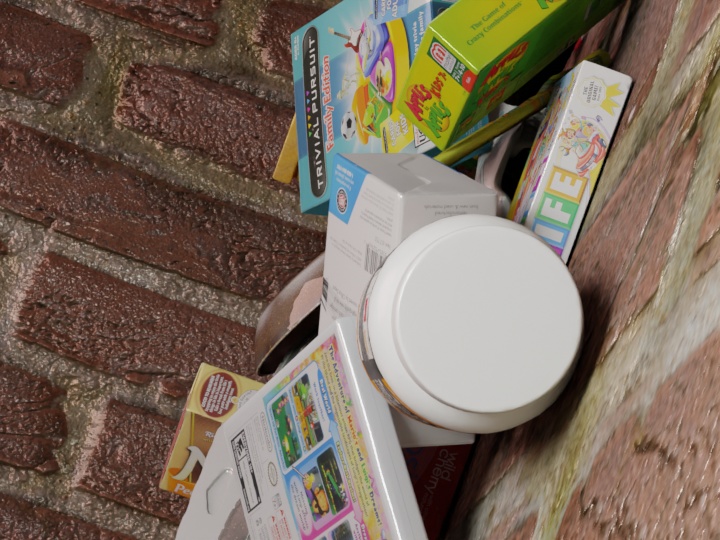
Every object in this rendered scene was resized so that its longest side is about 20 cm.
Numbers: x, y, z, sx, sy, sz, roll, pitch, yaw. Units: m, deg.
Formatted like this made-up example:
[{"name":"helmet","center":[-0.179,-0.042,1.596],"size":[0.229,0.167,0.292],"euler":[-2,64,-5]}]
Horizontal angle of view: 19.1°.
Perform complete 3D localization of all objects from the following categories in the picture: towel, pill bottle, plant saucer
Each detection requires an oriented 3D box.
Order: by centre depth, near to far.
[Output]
[{"name":"pill bottle","center":[0.058,0.030,1.155],"size":[0.200,0.116,0.116],"euler":[130,160,-86]},{"name":"towel","center":[0.081,-0.094,1.475],"size":[0.200,0.018,0.086],"euler":[-32,-1,-23]},{"name":"plant saucer","center":[0.000,0.000,1.477],"size":[0.200,0.032,0.200],"euler":[-37,-7,-6]}]

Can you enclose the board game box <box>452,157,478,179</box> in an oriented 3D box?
[{"name":"board game box","center":[0.064,-0.005,1.682],"size":[0.030,0.096,0.200],"euler":[-35,-29,-51]}]

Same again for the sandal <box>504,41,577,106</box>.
[{"name":"sandal","center":[0.142,-0.200,1.573],"size":[0.200,0.045,0.075],"euler":[-57,-26,-24]}]

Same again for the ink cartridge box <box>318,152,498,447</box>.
[{"name":"ink cartridge box","center":[0.025,0.036,1.331],"size":[0.116,0.068,0.200],"euler":[-143,56,-63]}]

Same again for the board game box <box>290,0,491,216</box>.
[{"name":"board game box","center":[0.018,-0.138,1.625],"size":[0.200,0.047,0.151],"euler":[-24,66,55]}]

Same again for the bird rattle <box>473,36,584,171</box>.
[{"name":"bird rattle","center":[0.095,-0.158,1.705],"size":[0.113,0.163,0.200],"euler":[174,108,-68]}]

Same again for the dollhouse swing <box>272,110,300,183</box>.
[{"name":"dollhouse swing","center":[0.060,-0.151,1.789],"size":[0.182,0.200,0.176],"euler":[-72,4,-53]}]

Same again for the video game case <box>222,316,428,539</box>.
[{"name":"video game case","center":[-0.019,0.154,1.318],"size":[0.182,0.024,0.200],"euler":[-43,57,53]}]

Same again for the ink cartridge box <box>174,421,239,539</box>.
[{"name":"ink cartridge box","center":[-0.059,0.231,1.625],"size":[0.200,0.084,0.145],"euler":[69,-151,-41]}]

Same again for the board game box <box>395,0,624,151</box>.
[{"name":"board game box","center":[0.116,-0.174,1.423],"size":[0.200,0.048,0.102],"euler":[-40,-13,-27]}]

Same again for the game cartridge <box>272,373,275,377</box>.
[{"name":"game cartridge","center":[0.019,0.052,1.603],"size":[0.200,0.038,0.130],"euler":[20,79,59]}]

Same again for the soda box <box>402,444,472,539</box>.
[{"name":"soda box","center":[0.052,0.084,1.475],"size":[0.063,0.070,0.200],"euler":[-168,98,-85]}]

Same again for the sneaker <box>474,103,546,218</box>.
[{"name":"sneaker","center":[0.120,-0.091,1.578],"size":[0.080,0.070,0.200],"euler":[124,161,-53]}]

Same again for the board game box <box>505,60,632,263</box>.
[{"name":"board game box","center":[0.116,-0.030,1.379],"size":[0.134,0.034,0.200],"euler":[159,131,-87]}]

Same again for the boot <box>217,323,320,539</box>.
[{"name":"boot","center":[-0.011,0.145,1.418],"size":[0.068,0.131,0.200],"euler":[21,-93,-52]}]

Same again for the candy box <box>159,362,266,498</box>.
[{"name":"candy box","center":[-0.051,0.156,1.709],"size":[0.115,0.200,0.055],"euler":[113,176,-48]}]
